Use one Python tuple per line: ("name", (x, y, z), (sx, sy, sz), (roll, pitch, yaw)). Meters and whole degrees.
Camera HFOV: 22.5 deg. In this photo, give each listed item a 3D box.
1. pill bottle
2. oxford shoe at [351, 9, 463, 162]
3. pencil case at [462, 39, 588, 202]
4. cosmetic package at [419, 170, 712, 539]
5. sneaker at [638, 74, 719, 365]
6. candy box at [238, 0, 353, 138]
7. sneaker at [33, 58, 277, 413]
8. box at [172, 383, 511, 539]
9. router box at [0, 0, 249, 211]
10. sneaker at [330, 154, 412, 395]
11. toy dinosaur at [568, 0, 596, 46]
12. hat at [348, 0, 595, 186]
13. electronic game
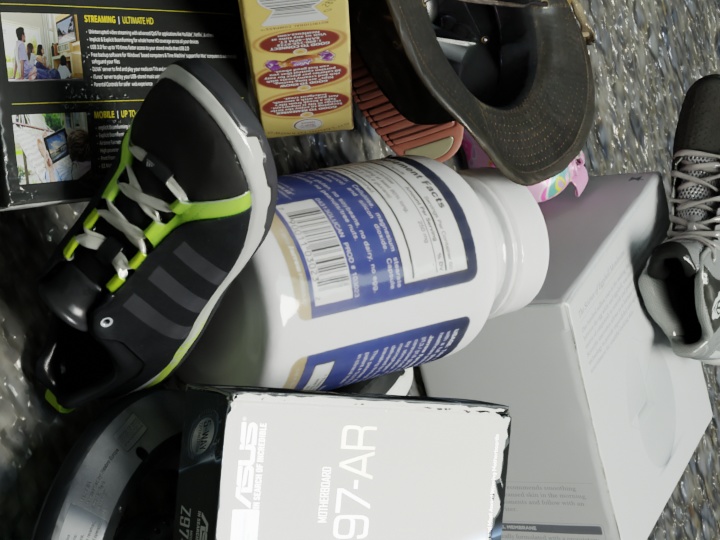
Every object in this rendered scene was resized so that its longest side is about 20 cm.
("pill bottle", (0.000, 0.000, 0.938), (0.200, 0.111, 0.112), (-12, 99, -39))
("oxford shoe", (0.018, -0.162, 1.082), (0.074, 0.071, 0.201), (-58, 131, -65))
("pencil case", (0.091, -0.137, 1.207), (0.087, 0.087, 0.200), (-55, 133, -46))
("cosmetic package", (0.141, 0.064, 1.240), (0.199, 0.123, 0.201), (-46, 128, -52))
("sneaker", (0.230, -0.035, 1.213), (0.115, 0.075, 0.201), (0, 89, -58))
("candy box", (-0.036, -0.158, 0.910), (0.200, 0.056, 0.117), (83, 1, -71))
("sneaker", (-0.098, -0.002, 0.801), (0.083, 0.072, 0.200), (-31, 153, -40))
("box", (-0.012, 0.157, 0.853), (0.160, 0.043, 0.201), (7, 88, -32))
("router box", (-0.127, -0.107, 0.855), (0.200, 0.051, 0.150), (-10, 95, -60))
("sneaker", (-0.011, 0.006, 1.043), (0.112, 0.073, 0.200), (67, 27, -26))
("toy dinosaur", (0.127, -0.208, 1.320), (0.200, 0.058, 0.101), (-12, 84, -68))
("hat", (0.042, -0.134, 0.987), (0.200, 0.081, 0.201), (28, 53, -45))
("electronic game", (-0.106, 0.158, 0.885), (0.200, 0.041, 0.201), (5, 90, -66))
